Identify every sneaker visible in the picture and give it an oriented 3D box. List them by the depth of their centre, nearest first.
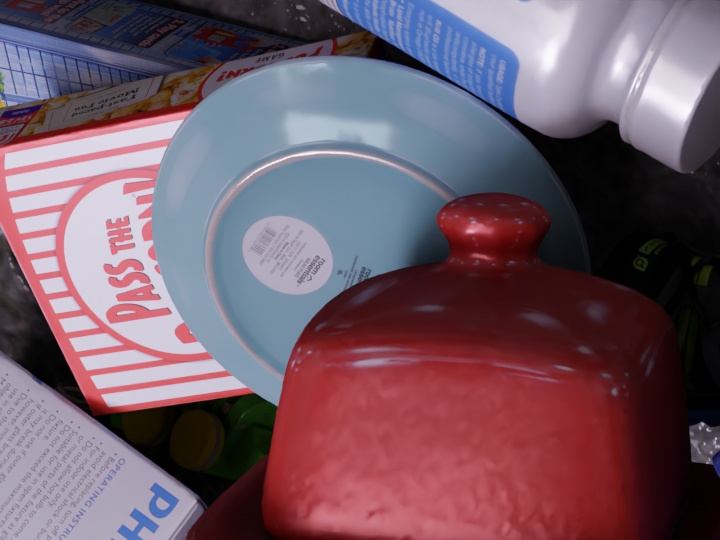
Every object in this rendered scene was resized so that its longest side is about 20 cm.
[{"bbox_3d":[0.143,0.020,1.043,0.199,0.071,0.083,-20,106,44],"label":"sneaker"}]

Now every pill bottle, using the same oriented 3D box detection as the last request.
[{"bbox_3d":[0.069,-0.123,0.995,0.200,0.112,0.112,34,129,18],"label":"pill bottle"}]

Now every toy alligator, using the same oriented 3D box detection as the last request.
[{"bbox_3d":[-0.093,0.068,1.261,0.200,0.059,0.054,20,90,46],"label":"toy alligator"}]

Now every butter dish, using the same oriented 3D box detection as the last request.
[{"bbox_3d":[0.050,0.043,0.959,0.199,0.200,0.148,6,101,14],"label":"butter dish"}]

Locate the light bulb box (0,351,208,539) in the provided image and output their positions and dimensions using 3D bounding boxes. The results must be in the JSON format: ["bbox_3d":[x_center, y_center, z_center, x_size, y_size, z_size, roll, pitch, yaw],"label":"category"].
[{"bbox_3d":[-0.170,0.130,1.236,0.200,0.125,0.198,34,171,17],"label":"light bulb box"}]

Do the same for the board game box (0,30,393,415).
[{"bbox_3d":[-0.059,-0.018,1.106,0.199,0.046,0.152,-10,120,25],"label":"board game box"}]

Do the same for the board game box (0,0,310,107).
[{"bbox_3d":[-0.083,-0.044,1.176,0.199,0.062,0.201,2,117,31],"label":"board game box"}]

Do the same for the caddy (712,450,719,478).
[{"bbox_3d":[0.223,0.113,0.926,0.105,0.141,0.200,-34,75,10],"label":"caddy"}]

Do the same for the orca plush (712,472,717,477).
[{"bbox_3d":[0.222,0.138,1.011,0.200,0.105,0.071,46,137,27],"label":"orca plush"}]

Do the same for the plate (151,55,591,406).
[{"bbox_3d":[0.000,0.000,1.052,0.200,0.026,0.201,9,127,12],"label":"plate"}]

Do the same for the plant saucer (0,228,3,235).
[{"bbox_3d":[-0.240,-0.103,1.278,0.200,0.050,0.201,17,123,29],"label":"plant saucer"}]
